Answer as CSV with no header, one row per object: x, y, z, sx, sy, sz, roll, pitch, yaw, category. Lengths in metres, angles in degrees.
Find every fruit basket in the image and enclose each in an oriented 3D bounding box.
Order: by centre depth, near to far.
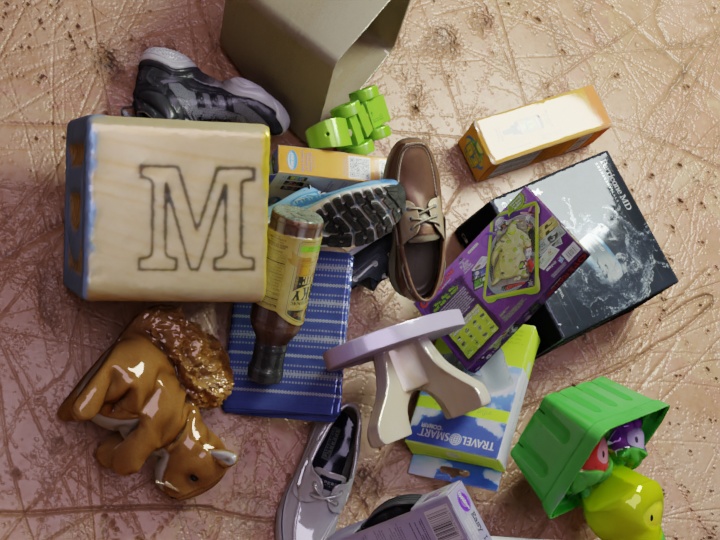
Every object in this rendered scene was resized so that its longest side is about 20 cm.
0.300,0.239,1.647,0.214,0.156,0.216,24,24,-11,fruit basket

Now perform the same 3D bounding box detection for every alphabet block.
-0.220,-0.069,1.552,0.198,0.195,0.198,1,95,-18,alphabet block

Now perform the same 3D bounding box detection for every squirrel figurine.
-0.207,0.148,1.542,0.186,0.141,0.200,40,66,-10,squirrel figurine

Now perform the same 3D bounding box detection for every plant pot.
-0.062,-0.314,1.730,0.177,0.200,0.200,35,64,6,plant pot

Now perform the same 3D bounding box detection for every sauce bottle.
-0.089,0.029,1.567,0.064,0.065,0.201,7,109,-17,sauce bottle

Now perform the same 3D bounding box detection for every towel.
-0.084,0.074,1.633,0.144,0.024,0.202,2,75,12,towel

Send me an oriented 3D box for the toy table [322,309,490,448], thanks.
0.055,0.123,1.573,0.199,0.184,0.118,-16,81,-36,toy table

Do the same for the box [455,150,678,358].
0.262,-0.019,1.777,0.199,0.117,0.198,-23,81,-26,box

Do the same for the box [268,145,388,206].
-0.043,-0.106,1.695,0.198,0.119,0.042,7,69,-18,box

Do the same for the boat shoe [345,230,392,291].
0.000,0.000,1.704,0.199,0.076,0.061,-28,82,-14,boat shoe

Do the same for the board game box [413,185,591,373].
0.167,0.011,1.664,0.200,0.032,0.120,-46,60,13,board game box

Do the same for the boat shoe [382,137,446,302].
0.071,-0.056,1.643,0.075,0.072,0.201,-12,111,-15,boat shoe

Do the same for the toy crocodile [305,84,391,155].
-0.009,-0.182,1.726,0.068,0.061,0.200,70,23,-13,toy crocodile

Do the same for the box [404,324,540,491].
0.133,0.155,1.677,0.121,0.048,0.201,8,64,22,box

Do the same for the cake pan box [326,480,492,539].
0.072,0.347,1.534,0.201,0.184,0.052,61,27,-1,cake pan box

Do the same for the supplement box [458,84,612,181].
0.232,-0.183,1.852,0.199,0.069,0.067,-18,78,-26,supplement box

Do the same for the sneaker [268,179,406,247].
-0.044,-0.074,1.620,0.199,0.079,0.090,-15,41,13,sneaker

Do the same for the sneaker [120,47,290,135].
-0.192,-0.184,1.696,0.199,0.076,0.114,24,66,-4,sneaker

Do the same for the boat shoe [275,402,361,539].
-0.046,0.245,1.601,0.073,0.065,0.201,18,67,-13,boat shoe

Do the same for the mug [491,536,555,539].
0.178,0.389,1.594,0.152,0.150,0.188,13,61,-6,mug
